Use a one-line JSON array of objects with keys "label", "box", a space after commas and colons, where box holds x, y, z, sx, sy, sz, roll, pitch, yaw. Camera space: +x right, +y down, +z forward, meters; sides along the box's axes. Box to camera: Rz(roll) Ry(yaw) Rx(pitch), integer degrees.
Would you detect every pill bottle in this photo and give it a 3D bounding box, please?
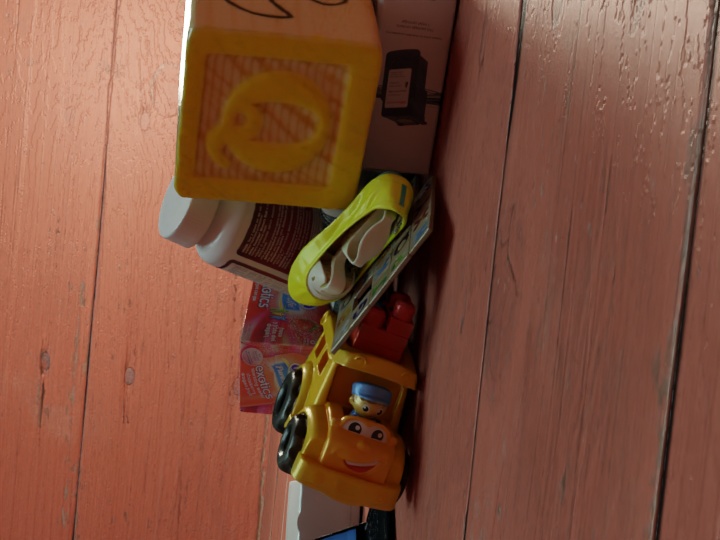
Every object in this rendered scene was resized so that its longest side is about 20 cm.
[{"label": "pill bottle", "box": [-0.113, -0.045, 1.368, 0.109, 0.198, 0.111, -40, 38, 41]}]

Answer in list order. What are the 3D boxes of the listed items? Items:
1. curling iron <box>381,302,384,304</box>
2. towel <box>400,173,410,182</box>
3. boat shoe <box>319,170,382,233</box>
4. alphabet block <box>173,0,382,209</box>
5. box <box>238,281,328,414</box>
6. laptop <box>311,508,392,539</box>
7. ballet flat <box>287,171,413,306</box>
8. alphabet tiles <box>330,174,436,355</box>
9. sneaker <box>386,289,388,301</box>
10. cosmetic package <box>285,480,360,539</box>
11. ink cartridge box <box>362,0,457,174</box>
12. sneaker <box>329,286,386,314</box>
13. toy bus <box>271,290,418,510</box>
[{"label": "curling iron", "box": [0.028, 0.128, 1.418, 0.050, 0.025, 0.203, -42, -41, -58]}, {"label": "towel", "box": [0.041, -0.113, 1.502, 0.145, 0.022, 0.202, 105, 168, -49]}, {"label": "boat shoe", "box": [-0.002, -0.092, 1.382, 0.201, 0.073, 0.061, -72, -11, -56]}, {"label": "alphabet block", "box": [-0.091, -0.202, 1.282, 0.201, 0.192, 0.198, -100, 15, -51]}, {"label": "box", "box": [-0.087, 0.071, 1.479, 0.201, 0.093, 0.104, -85, 0, -58]}, {"label": "laptop", "box": [-0.028, 0.336, 1.404, 0.179, 0.102, 0.202, -93, 11, -46]}, {"label": "ballet flat", "box": [-0.014, -0.017, 1.274, 0.200, 0.066, 0.068, -48, 30, 32]}, {"label": "alphabet tiles", "box": [0.027, -0.022, 1.282, 0.168, 0.007, 0.201, -52, 12, 24]}, {"label": "sneaker", "box": [0.000, 0.050, 1.509, 0.201, 0.073, 0.088, -94, 13, -52]}, {"label": "cosmetic package", "box": [-0.054, 0.338, 1.677, 0.200, 0.083, 0.109, 136, 139, -78]}, {"label": "ink cartridge box", "box": [0.040, -0.221, 1.334, 0.145, 0.083, 0.203, -102, 19, -66]}, {"label": "sneaker", "box": [0.000, 0.000, 1.434, 0.091, 0.065, 0.203, 122, 148, -74]}, {"label": "toy bus", "box": [0.004, 0.121, 1.288, 0.200, 0.134, 0.194, -105, 38, -68]}]
